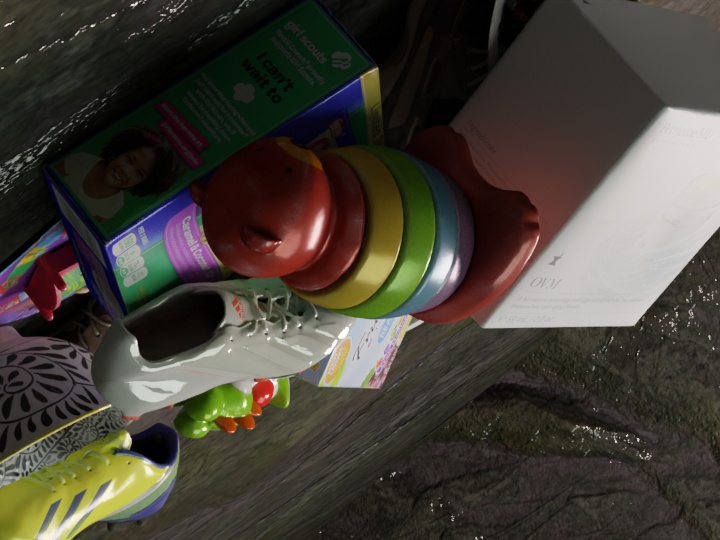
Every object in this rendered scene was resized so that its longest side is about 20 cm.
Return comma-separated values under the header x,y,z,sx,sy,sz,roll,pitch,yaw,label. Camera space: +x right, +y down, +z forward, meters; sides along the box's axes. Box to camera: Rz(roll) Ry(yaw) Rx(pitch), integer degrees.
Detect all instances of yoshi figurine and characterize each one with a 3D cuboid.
x,y,z,sx,sy,sz,roll,pitch,yaw,label
-0.129,0.076,1.929,0.112,0.113,0.200,2,-161,17,yoshi figurine

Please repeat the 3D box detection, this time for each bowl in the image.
x,y,z,sx,sy,sz,roll,pitch,yaw,label
-0.254,0.100,1.522,0.201,0.094,0.201,-31,172,-5,bowl

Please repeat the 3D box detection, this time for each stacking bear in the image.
x,y,z,sx,sy,sz,roll,pitch,yaw,label
-0.010,-0.029,1.325,0.200,0.121,0.114,8,120,-47,stacking bear

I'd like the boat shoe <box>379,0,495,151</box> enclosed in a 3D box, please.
x,y,z,sx,sy,sz,roll,pitch,yaw,label
0.068,-0.149,1.516,0.074,0.073,0.200,-26,156,-41,boat shoe

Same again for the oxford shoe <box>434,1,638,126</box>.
x,y,z,sx,sy,sz,roll,pitch,yaw,label
0.127,-0.152,1.599,0.200,0.074,0.071,-54,148,-9,oxford shoe

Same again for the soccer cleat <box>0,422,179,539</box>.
x,y,z,sx,sy,sz,roll,pitch,yaw,label
-0.196,0.146,1.536,0.200,0.065,0.084,-10,128,-60,soccer cleat

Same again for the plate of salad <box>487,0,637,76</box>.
x,y,z,sx,sy,sz,roll,pitch,yaw,label
0.147,-0.194,1.491,0.200,0.048,0.200,-45,150,-36,plate of salad

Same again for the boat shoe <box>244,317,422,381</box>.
x,y,z,sx,sy,sz,roll,pitch,yaw,label
-0.020,0.037,1.783,0.201,0.070,0.072,-21,169,11,boat shoe

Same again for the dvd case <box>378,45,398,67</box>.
x,y,z,sx,sy,sz,roll,pitch,yaw,label
0.051,-0.145,1.679,0.149,0.016,0.200,-43,168,30,dvd case

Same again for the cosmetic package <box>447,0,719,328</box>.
x,y,z,sx,sy,sz,roll,pitch,yaw,label
0.160,-0.070,1.496,0.199,0.123,0.200,0,133,-53,cosmetic package

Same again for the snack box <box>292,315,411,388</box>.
x,y,z,sx,sy,sz,roll,pitch,yaw,label
0.000,0.000,1.639,0.169,0.068,0.200,-67,165,3,snack box

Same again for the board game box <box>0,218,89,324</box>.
x,y,z,sx,sy,sz,roll,pitch,yaw,label
-0.168,-0.010,1.487,0.200,0.039,0.158,-40,169,15,board game box

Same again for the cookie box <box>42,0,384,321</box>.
x,y,z,sx,sy,sz,roll,pitch,yaw,label
-0.083,-0.055,1.387,0.200,0.075,0.171,-35,157,-13,cookie box

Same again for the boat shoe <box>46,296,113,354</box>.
x,y,z,sx,sy,sz,roll,pitch,yaw,label
-0.185,0.047,1.636,0.200,0.076,0.072,-24,135,-20,boat shoe

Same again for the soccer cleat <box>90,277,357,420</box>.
x,y,z,sx,sy,sz,roll,pitch,yaw,label
-0.076,0.034,1.383,0.200,0.069,0.078,-21,149,-32,soccer cleat
